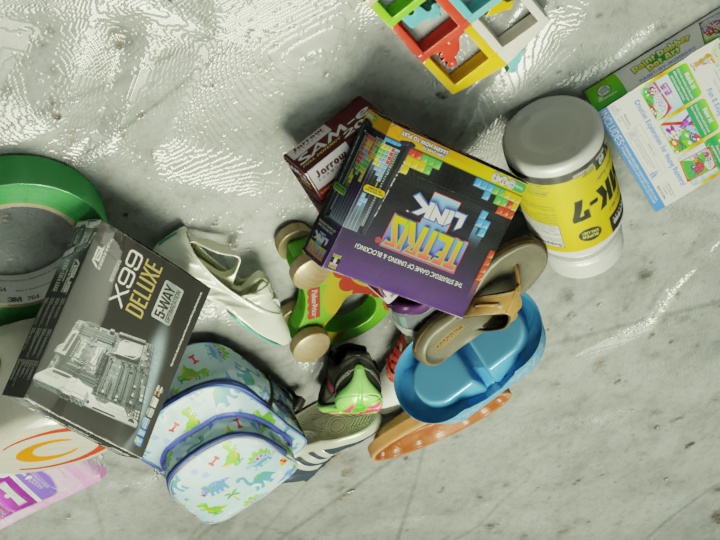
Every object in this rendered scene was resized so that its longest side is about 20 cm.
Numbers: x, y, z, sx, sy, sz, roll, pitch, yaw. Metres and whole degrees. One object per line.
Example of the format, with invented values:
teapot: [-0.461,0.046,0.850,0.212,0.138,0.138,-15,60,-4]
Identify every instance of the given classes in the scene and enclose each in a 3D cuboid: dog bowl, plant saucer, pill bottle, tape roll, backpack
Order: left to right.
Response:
tape roll: [-0.364,-0.030,1.562,0.199,0.048,0.201,-10,136,-10]
backpack: [-0.177,0.193,1.781,0.182,0.147,0.200,-34,132,11]
plant saucer: [0.099,0.190,1.910,0.199,0.033,0.200,-23,166,-6]
dog bowl: [0.134,0.105,1.752,0.200,0.112,0.050,-38,149,10]
pill bottle: [0.235,-0.089,1.674,0.113,0.115,0.201,-23,137,3]

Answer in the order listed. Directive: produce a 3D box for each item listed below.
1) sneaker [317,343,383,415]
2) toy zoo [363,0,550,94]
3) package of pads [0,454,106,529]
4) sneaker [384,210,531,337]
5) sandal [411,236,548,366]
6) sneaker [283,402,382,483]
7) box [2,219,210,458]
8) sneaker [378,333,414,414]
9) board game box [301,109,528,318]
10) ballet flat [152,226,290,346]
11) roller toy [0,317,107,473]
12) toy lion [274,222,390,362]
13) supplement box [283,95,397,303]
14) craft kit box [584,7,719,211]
sneaker: [-0.008,0.132,1.794,0.076,0.085,0.200,1,172,-12]
toy zoo: [0.107,-0.262,1.523,0.131,0.021,0.200,-35,134,16]
package of pads: [-0.421,0.240,1.790,0.199,0.076,0.121,-25,134,6]
sneaker: [0.116,-0.003,1.710,0.200,0.074,0.088,-42,155,-3]
sandal: [0.142,0.045,1.692,0.200,0.055,0.082,-43,137,10]
sneaker: [-0.056,0.226,1.915,0.199,0.075,0.085,-19,136,14]
box: [-0.259,0.071,1.534,0.050,0.201,0.157,1,153,47]
sneaker: [0.064,0.086,1.823,0.201,0.067,0.108,-39,133,14]
board game box: [0.060,-0.057,1.563,0.199,0.057,0.166,19,100,-35]
ballet flat: [-0.143,0.016,1.666,0.199,0.070,0.069,34,116,-26]
roller toy: [-0.355,0.134,1.643,0.198,0.141,0.183,-14,159,-7]
toy lion: [0.000,0.000,1.723,0.190,0.069,0.201,-15,137,-17]
supplement box: [0.014,-0.074,1.601,0.109,0.061,0.201,-39,125,-7]
craft kit box: [0.380,-0.184,1.686,0.196,0.049,0.200,-29,136,13]
